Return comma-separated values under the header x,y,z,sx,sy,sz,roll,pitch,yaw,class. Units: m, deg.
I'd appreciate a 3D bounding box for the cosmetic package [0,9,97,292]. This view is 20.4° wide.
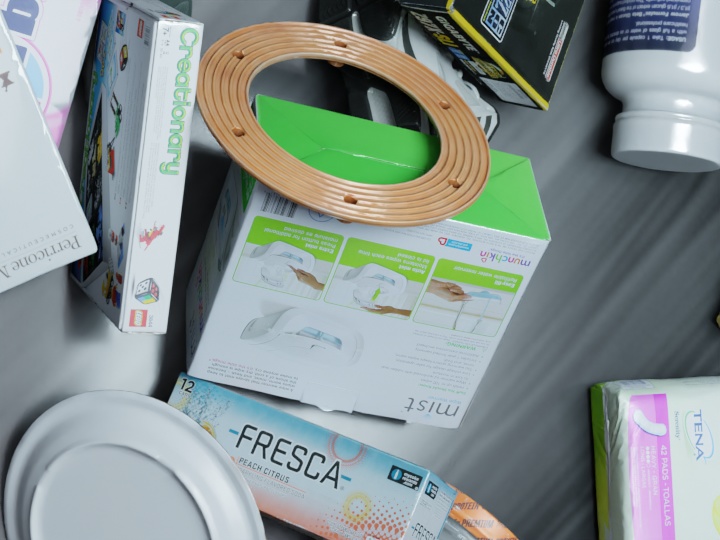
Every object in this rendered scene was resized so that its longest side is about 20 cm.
x,y,z,sx,sy,sz,roll,pitch,yaw,class
-0.248,-0.090,1.247,0.101,0.071,0.201,-23,106,-8,cosmetic package

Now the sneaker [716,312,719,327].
x,y,z,sx,sy,sz,roll,pitch,yaw,class
0.368,0.046,1.494,0.199,0.075,0.091,28,85,-13,sneaker

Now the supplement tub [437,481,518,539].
x,y,z,sx,sy,sz,roll,pitch,yaw,class
0.021,0.246,1.358,0.122,0.122,0.200,41,77,-10,supplement tub

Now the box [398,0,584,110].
x,y,z,sx,sy,sz,roll,pitch,yaw,class
0.110,-0.236,1.383,0.159,0.049,0.202,35,72,-52,box

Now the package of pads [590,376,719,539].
x,y,z,sx,sy,sz,roll,pitch,yaw,class
0.252,0.178,1.456,0.153,0.068,0.202,-2,88,-16,package of pads

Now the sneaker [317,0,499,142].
x,y,z,sx,sy,sz,roll,pitch,yaw,class
0.036,-0.148,1.426,0.115,0.075,0.202,19,55,-50,sneaker

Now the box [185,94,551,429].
x,y,z,sx,sy,sz,roll,pitch,yaw,class
0.000,0.000,1.335,0.198,0.097,0.177,11,128,-15,box

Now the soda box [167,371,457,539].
x,y,z,sx,sy,sz,roll,pitch,yaw,class
-0.041,0.135,1.324,0.199,0.064,0.069,20,80,25,soda box

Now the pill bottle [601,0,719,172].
x,y,z,sx,sy,sz,roll,pitch,yaw,class
0.233,-0.177,1.451,0.110,0.111,0.202,9,84,-15,pill bottle

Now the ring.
x,y,z,sx,sy,sz,roll,pitch,yaw,class
-0.011,-0.092,1.278,0.199,0.019,0.201,13,39,-11,ring

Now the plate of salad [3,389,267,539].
x,y,z,sx,sy,sz,roll,pitch,yaw,class
-0.145,0.172,1.313,0.198,0.048,0.202,7,108,23,plate of salad

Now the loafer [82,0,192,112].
x,y,z,sx,sy,sz,roll,pitch,yaw,class
-0.155,-0.197,1.375,0.071,0.063,0.202,8,97,-43,loafer

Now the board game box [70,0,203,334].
x,y,z,sx,sy,sz,roll,pitch,yaw,class
-0.147,-0.073,1.298,0.034,0.126,0.202,2,105,-24,board game box

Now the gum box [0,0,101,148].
x,y,z,sx,sy,sz,roll,pitch,yaw,class
-0.244,-0.134,1.312,0.113,0.066,0.202,16,96,-15,gum box
